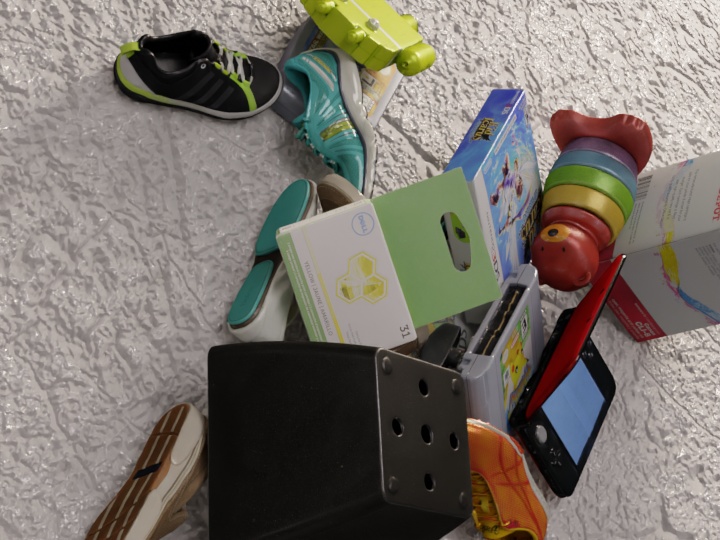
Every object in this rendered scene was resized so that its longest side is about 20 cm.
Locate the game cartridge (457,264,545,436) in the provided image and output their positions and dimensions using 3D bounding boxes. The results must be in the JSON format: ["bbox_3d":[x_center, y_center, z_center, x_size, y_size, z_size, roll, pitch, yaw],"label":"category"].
[{"bbox_3d":[0.152,0.103,1.613,0.040,0.134,0.200,10,40,21],"label":"game cartridge"}]

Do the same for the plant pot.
[{"bbox_3d":[-0.008,0.163,1.380,0.199,0.176,0.202,21,59,-48],"label":"plant pot"}]

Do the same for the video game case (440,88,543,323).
[{"bbox_3d":[0.150,-0.073,1.674,0.200,0.045,0.183,-58,143,-47],"label":"video game case"}]

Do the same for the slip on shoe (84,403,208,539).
[{"bbox_3d":[-0.183,0.211,1.350,0.061,0.076,0.201,48,43,-24],"label":"slip on shoe"}]

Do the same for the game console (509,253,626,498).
[{"bbox_3d":[0.250,0.114,1.636,0.173,0.118,0.200,57,40,-20],"label":"game console"}]

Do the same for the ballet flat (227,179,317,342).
[{"bbox_3d":[-0.079,-0.001,1.556,0.069,0.069,0.201,32,54,-16],"label":"ballet flat"}]

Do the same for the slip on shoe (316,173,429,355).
[{"bbox_3d":[0.000,0.000,1.558,0.060,0.076,0.201,-31,103,-24],"label":"slip on shoe"}]

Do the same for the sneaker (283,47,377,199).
[{"bbox_3d":[-0.032,-0.144,1.629,0.079,0.078,0.202,-8,68,-19],"label":"sneaker"}]

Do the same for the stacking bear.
[{"bbox_3d":[0.252,-0.068,1.727,0.201,0.120,0.114,-66,147,-27],"label":"stacking bear"}]

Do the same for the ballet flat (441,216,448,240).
[{"bbox_3d":[0.080,-0.057,1.695,0.075,0.068,0.200,31,38,16],"label":"ballet flat"}]

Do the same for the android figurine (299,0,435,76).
[{"bbox_3d":[0.003,-0.282,1.685,0.182,0.041,0.200,45,23,5],"label":"android figurine"}]

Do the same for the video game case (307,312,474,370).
[{"bbox_3d":[0.035,0.079,1.609,0.198,0.023,0.184,20,55,-24],"label":"video game case"}]

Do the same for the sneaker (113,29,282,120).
[{"bbox_3d":[-0.161,-0.208,1.589,0.198,0.083,0.072,-1,65,-32],"label":"sneaker"}]

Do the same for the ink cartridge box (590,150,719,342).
[{"bbox_3d":[0.388,-0.030,1.772,0.145,0.199,0.146,49,45,-27],"label":"ink cartridge box"}]

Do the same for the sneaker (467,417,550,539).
[{"bbox_3d":[0.136,0.223,1.528,0.201,0.072,0.078,54,42,-30],"label":"sneaker"}]

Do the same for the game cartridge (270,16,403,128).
[{"bbox_3d":[-0.022,-0.228,1.733,0.133,0.041,0.201,40,49,-15],"label":"game cartridge"}]

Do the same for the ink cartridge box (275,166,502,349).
[{"bbox_3d":[0.031,-0.002,1.505,0.198,0.048,0.147,-19,100,0],"label":"ink cartridge box"}]

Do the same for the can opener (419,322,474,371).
[{"bbox_3d":[0.072,0.141,1.561,0.066,0.053,0.201,17,48,15],"label":"can opener"}]
